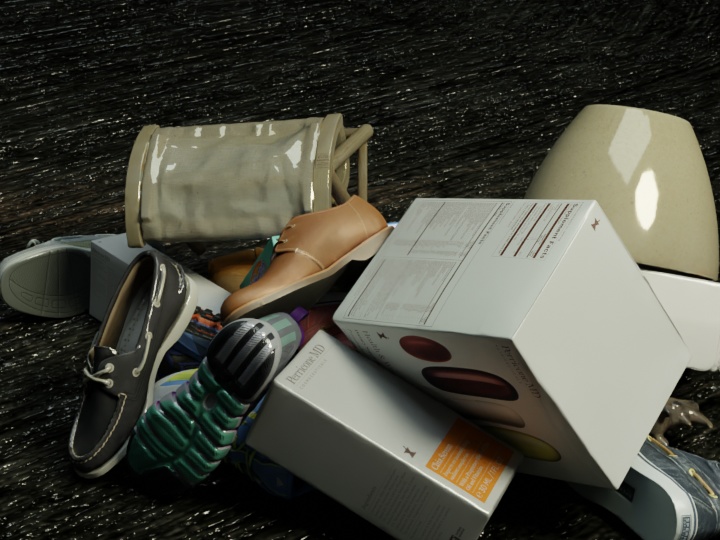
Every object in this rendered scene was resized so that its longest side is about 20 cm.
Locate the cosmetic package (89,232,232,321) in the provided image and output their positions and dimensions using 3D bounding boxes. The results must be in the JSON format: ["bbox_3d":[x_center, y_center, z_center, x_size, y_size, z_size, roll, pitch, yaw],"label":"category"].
[{"bbox_3d":[-0.186,0.037,1.567,0.051,0.083,0.200,-18,33,-39],"label":"cosmetic package"}]

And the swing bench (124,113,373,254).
[{"bbox_3d":[-0.103,-0.086,1.576,0.198,0.130,0.200,-2,-2,13],"label":"swing bench"}]

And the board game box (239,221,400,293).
[{"bbox_3d":[0.000,0.000,1.504,0.199,0.045,0.152,-7,-15,-18],"label":"board game box"}]

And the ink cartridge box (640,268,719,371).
[{"bbox_3d":[0.265,0.041,1.538,0.145,0.085,0.200,10,2,6],"label":"ink cartridge box"}]

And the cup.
[{"bbox_3d":[0.250,-0.077,1.534,0.199,0.144,0.200,11,-1,0],"label":"cup"}]

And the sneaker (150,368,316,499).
[{"bbox_3d":[-0.091,0.138,1.370,0.199,0.076,0.105,5,25,-2],"label":"sneaker"}]

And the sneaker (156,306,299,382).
[{"bbox_3d":[-0.095,0.101,1.459,0.199,0.079,0.075,24,22,2],"label":"sneaker"}]

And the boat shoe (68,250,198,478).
[{"bbox_3d":[-0.203,0.077,1.377,0.074,0.060,0.201,10,65,39],"label":"boat shoe"}]

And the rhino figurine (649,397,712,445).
[{"bbox_3d":[0.225,0.120,1.479,0.199,0.060,0.087,15,20,28],"label":"rhino figurine"}]

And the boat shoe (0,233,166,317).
[{"bbox_3d":[-0.291,-0.002,1.652,0.065,0.075,0.201,18,23,40],"label":"boat shoe"}]

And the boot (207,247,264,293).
[{"bbox_3d":[-0.056,0.017,1.651,0.200,0.071,0.144,5,18,-8],"label":"boot"}]

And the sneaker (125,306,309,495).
[{"bbox_3d":[-0.111,0.109,1.324,0.074,0.200,0.087,49,31,9],"label":"sneaker"}]

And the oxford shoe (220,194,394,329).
[{"bbox_3d":[-0.054,-0.005,1.364,0.200,0.071,0.071,-32,79,-42],"label":"oxford shoe"}]

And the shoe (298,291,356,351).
[{"bbox_3d":[0.038,0.062,1.458,0.199,0.072,0.091,-4,38,-18],"label":"shoe"}]

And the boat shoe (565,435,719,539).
[{"bbox_3d":[0.242,0.171,1.376,0.091,0.071,0.200,1,25,-30],"label":"boat shoe"}]

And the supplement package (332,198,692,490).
[{"bbox_3d":[0.126,0.057,1.339,0.199,0.191,0.147,3,50,47],"label":"supplement package"}]

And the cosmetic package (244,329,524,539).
[{"bbox_3d":[0.020,0.143,1.305,0.199,0.071,0.101,30,31,7],"label":"cosmetic package"}]
